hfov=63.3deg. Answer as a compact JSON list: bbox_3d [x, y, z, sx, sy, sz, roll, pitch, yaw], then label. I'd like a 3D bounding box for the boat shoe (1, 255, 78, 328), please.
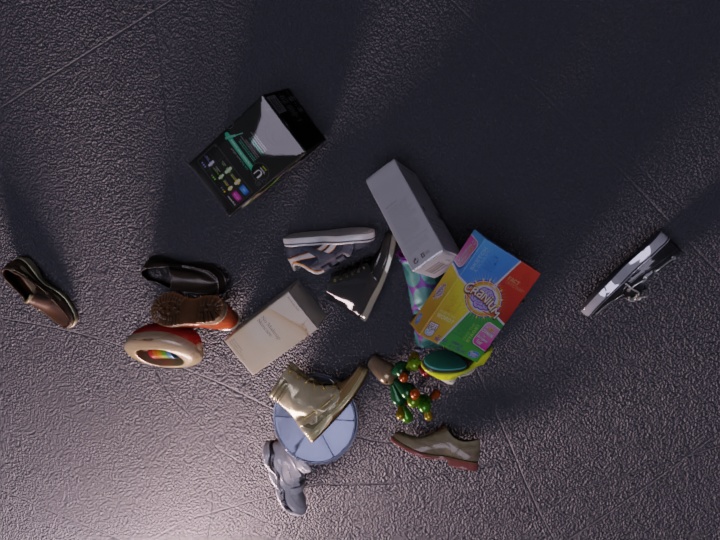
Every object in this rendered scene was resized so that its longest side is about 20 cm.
[{"bbox_3d":[-0.753,0.063,1.361,0.075,0.075,0.203,-40,97,22],"label":"boat shoe"}]

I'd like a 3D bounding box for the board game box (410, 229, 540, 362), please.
[{"bbox_3d":[0.204,0.050,1.032,0.152,0.040,0.202,25,105,-29],"label":"board game box"}]

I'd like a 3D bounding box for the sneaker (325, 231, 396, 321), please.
[{"bbox_3d":[0.000,0.000,1.164,0.105,0.075,0.202,23,114,1],"label":"sneaker"}]

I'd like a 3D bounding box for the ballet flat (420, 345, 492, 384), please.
[{"bbox_3d":[0.188,0.184,1.136,0.067,0.198,0.068,36,125,36],"label":"ballet flat"}]

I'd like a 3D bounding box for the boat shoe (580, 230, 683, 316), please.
[{"bbox_3d":[0.492,0.022,1.061,0.068,0.073,0.200,45,104,10],"label":"boat shoe"}]

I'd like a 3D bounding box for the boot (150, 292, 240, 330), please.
[{"bbox_3d":[-0.359,0.099,1.275,0.197,0.107,0.076,3,72,21],"label":"boot"}]

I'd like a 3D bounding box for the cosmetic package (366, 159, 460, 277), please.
[{"bbox_3d":[0.097,-0.092,1.049,0.074,0.101,0.202,-34,68,22],"label":"cosmetic package"}]

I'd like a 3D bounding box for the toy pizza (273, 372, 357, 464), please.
[{"bbox_3d":[-0.101,0.331,1.312,0.196,0.032,0.204,0,88,10],"label":"toy pizza"}]

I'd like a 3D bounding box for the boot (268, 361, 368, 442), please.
[{"bbox_3d":[-0.091,0.247,1.263,0.155,0.073,0.201,42,99,10],"label":"boot"}]

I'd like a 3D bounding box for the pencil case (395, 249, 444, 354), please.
[{"bbox_3d":[0.130,0.056,1.150,0.091,0.085,0.203,4,112,42],"label":"pencil case"}]

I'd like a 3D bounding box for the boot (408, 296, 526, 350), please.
[{"bbox_3d":[0.202,0.072,1.103,0.198,0.069,0.176,26,96,-22],"label":"boot"}]

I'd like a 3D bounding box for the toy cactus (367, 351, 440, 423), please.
[{"bbox_3d":[0.089,0.229,1.217,0.164,0.102,0.202,35,151,29],"label":"toy cactus"}]

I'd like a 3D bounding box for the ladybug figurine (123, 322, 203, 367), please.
[{"bbox_3d":[-0.435,0.164,1.311,0.196,0.073,0.136,-1,145,18],"label":"ladybug figurine"}]

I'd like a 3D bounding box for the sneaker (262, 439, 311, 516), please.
[{"bbox_3d":[-0.145,0.483,1.372,0.113,0.075,0.203,-17,101,21],"label":"sneaker"}]

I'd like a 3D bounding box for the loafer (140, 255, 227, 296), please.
[{"bbox_3d":[-0.386,0.022,1.264,0.196,0.071,0.074,8,111,10],"label":"loafer"}]

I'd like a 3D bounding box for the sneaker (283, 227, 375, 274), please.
[{"bbox_3d":[-0.058,-0.040,1.164,0.197,0.078,0.081,-3,105,26],"label":"sneaker"}]

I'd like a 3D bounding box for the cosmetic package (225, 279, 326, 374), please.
[{"bbox_3d":[-0.182,0.123,1.254,0.199,0.073,0.104,-37,98,23],"label":"cosmetic package"}]

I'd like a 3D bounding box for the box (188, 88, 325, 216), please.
[{"bbox_3d":[-0.190,-0.222,1.089,0.199,0.149,0.125,-35,100,22],"label":"box"}]

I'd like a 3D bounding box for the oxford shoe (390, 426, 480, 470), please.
[{"bbox_3d":[0.165,0.375,1.279,0.196,0.070,0.076,12,85,10],"label":"oxford shoe"}]
